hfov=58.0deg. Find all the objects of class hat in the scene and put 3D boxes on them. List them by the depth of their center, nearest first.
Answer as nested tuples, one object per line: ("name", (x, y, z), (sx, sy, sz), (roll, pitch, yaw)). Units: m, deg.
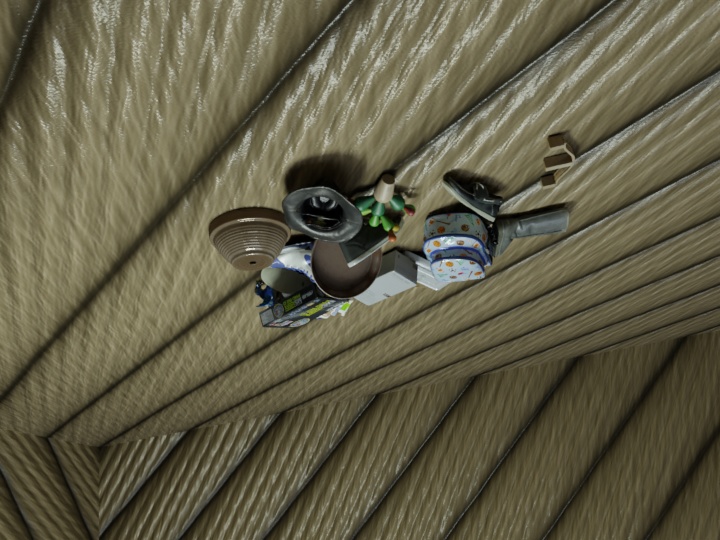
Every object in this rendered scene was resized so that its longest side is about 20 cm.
("hat", (-0.077, -0.146, 1.417), (0.196, 0.082, 0.202), (9, 151, 5))

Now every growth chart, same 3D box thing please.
("growth chart", (-0.126, 0.119, 1.940), (0.196, 0.018, 0.145), (-5, 157, -11))

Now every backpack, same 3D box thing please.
("backpack", (0.243, -0.064, 1.669), (0.196, 0.156, 0.191), (-11, 143, 19))

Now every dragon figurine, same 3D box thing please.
("dragon figurine", (-0.264, 0.080, 1.866), (0.058, 0.101, 0.198), (9, 160, -40))

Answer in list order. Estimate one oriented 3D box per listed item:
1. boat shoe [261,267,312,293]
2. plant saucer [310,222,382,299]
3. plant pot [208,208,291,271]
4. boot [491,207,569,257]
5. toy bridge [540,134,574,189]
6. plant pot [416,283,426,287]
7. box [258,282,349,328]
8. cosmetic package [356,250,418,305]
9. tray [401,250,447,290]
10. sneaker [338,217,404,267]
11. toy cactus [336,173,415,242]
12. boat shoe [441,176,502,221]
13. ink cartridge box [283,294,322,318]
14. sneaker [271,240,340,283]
("boat shoe", (-0.187, 0.027, 1.809), (0.197, 0.073, 0.067), (12, -177, -26))
("plant saucer", (-0.039, -0.031, 1.627), (0.197, 0.205, 0.034), (3, -171, -27))
("plant pot", (-0.261, -0.061, 1.552), (0.197, 0.094, 0.202), (-7, 157, -3))
("boot", (0.456, -0.106, 1.774), (0.196, 0.074, 0.182), (-15, 160, -4))
("toy bridge", (0.448, -0.245, 1.470), (0.066, 0.028, 0.200), (-13, 158, 6))
("plant pot", (0.234, 0.003, 1.985), (0.196, 0.028, 0.201), (-8, 158, -3))
("box", (-0.152, 0.099, 1.768), (0.198, 0.045, 0.159), (-28, 161, 26))
("cosmetic package", (0.061, 0.024, 1.868), (0.101, 0.075, 0.198), (30, 143, -32))
("tray", (0.182, 0.009, 1.906), (0.197, 0.023, 0.107), (24, 145, -23))
("sneaker", (0.022, -0.102, 1.584), (0.199, 0.100, 0.070), (-37, -172, -28))
("toy cactus", (0.041, -0.147, 1.483), (0.196, 0.104, 0.166), (5, 146, -11))
("boat shoe", (0.263, -0.181, 1.526), (0.198, 0.072, 0.068), (22, 107, -41))
("ink cartridge box", (-0.136, 0.085, 1.978), (0.198, 0.078, 0.136), (10, 151, -42))
("sneaker", (-0.134, -0.013, 1.662), (0.196, 0.118, 0.081), (-12, 178, 9))
